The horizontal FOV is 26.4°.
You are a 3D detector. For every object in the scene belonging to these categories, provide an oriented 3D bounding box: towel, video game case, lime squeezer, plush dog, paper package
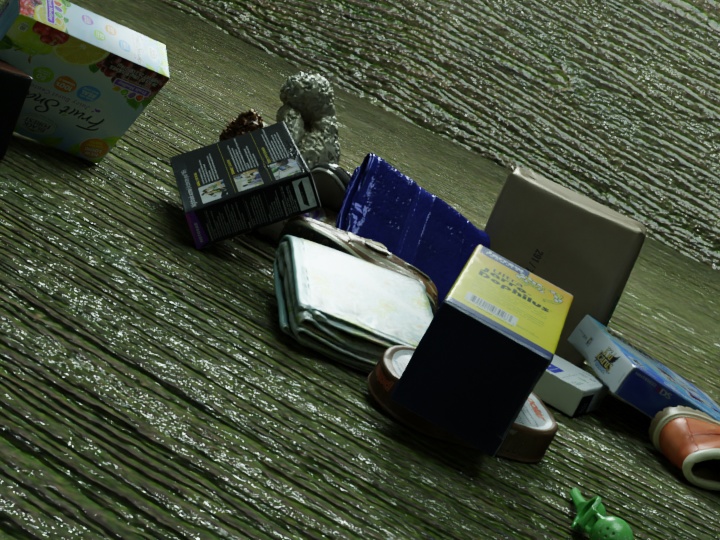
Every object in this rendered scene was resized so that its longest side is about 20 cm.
[{"bbox_3d":[-0.004,0.041,1.585,0.171,0.048,0.200,22,23,-16],"label":"towel"},{"bbox_3d":[0.358,0.145,1.813,0.200,0.045,0.181,33,8,-18],"label":"video game case"},{"bbox_3d":[0.215,0.221,1.314,0.071,0.038,0.200,17,13,-30],"label":"lime squeezer"},{"bbox_3d":[-0.117,-0.142,1.992,0.172,0.200,0.161,-8,61,-22],"label":"plush dog"},{"bbox_3d":[0.242,-0.004,1.948,0.191,0.200,0.103,26,12,14],"label":"paper package"},{"bbox_3d":[0.059,-0.032,1.851,0.200,0.148,0.050,33,-33,-21],"label":"towel"}]

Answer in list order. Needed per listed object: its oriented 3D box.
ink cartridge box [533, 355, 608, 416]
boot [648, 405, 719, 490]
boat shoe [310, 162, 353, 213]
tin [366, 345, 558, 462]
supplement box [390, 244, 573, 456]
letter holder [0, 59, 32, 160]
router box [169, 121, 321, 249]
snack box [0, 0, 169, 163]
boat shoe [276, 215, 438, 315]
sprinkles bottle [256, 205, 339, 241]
[{"bbox_3d":[0.181,0.102,1.765,0.200,0.039,0.099,31,14,23],"label":"ink cartridge box"},{"bbox_3d":[0.424,0.215,1.686,0.200,0.075,0.107,12,18,-15],"label":"boot"},{"bbox_3d":[-0.023,-0.090,1.930,0.067,0.057,0.200,19,-24,20],"label":"boat shoe"},{"bbox_3d":[0.101,0.127,1.470,0.200,0.042,0.112,18,26,-27],"label":"tin"},{"bbox_3d":[0.117,0.069,1.418,0.109,0.109,0.200,29,20,4],"label":"supplement box"},{"bbox_3d":[-0.490,-0.210,1.680,0.200,0.101,0.142,14,14,-40],"label":"letter holder"},{"bbox_3d":[-0.138,-0.103,1.785,0.149,0.051,0.200,-18,25,-4],"label":"router box"},{"bbox_3d":[-0.355,-0.229,1.812,0.200,0.169,0.068,22,40,-33],"label":"snack box"},{"bbox_3d":[0.000,0.000,1.742,0.200,0.076,0.074,33,33,0],"label":"boat shoe"},{"bbox_3d":[-0.067,-0.054,1.890,0.200,0.068,0.068,25,12,6],"label":"sprinkles bottle"}]
